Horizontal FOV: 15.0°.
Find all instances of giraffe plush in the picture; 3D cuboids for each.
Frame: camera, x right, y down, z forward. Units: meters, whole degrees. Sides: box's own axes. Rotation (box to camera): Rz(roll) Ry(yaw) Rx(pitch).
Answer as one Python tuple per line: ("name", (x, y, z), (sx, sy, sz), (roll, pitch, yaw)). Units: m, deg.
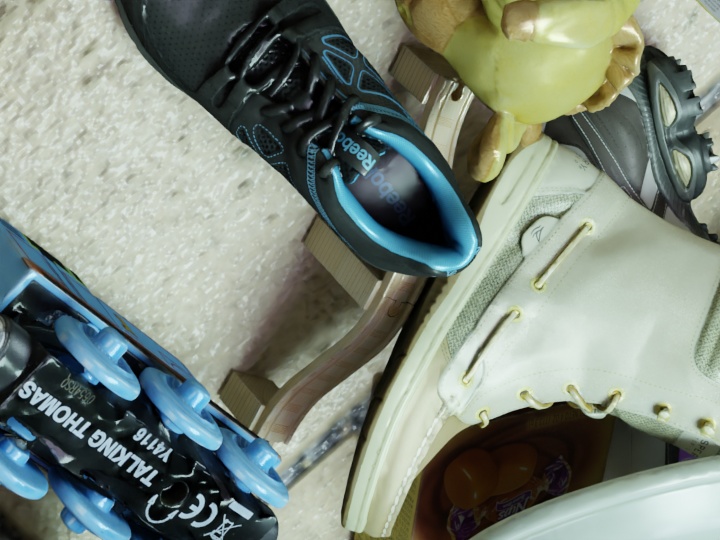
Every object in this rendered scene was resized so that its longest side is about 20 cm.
("giraffe plush", (0.074, -0.135, 1.164), (0.172, 0.201, 0.162), (-26, 160, -20))

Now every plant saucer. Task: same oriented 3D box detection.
("plant saucer", (0.141, 0.140, 1.302), (0.199, 0.051, 0.200), (-12, 161, -4))

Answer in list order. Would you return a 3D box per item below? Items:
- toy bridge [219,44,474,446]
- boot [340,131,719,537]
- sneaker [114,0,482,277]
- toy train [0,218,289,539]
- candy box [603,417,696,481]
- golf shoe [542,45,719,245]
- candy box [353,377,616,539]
("toy bridge", (0.000, 0.000, 1.250), (0.027, 0.067, 0.201), (15, 110, -39))
("boot", (0.091, 0.055, 1.239), (0.154, 0.072, 0.201), (28, 88, -3))
("sneaker", (-0.020, -0.074, 1.148), (0.200, 0.082, 0.073), (42, 88, -19))
("toy train", (-0.112, 0.062, 1.186), (0.087, 0.114, 0.200), (-45, 133, 5))
("candy box", (0.226, 0.076, 1.446), (0.199, 0.072, 0.169), (-20, 128, -21))
("golf shoe", (0.133, -0.002, 1.309), (0.094, 0.078, 0.201), (-16, 96, -3))
("candy box", (0.057, 0.141, 1.391), (0.116, 0.056, 0.201), (-11, 126, -29))
